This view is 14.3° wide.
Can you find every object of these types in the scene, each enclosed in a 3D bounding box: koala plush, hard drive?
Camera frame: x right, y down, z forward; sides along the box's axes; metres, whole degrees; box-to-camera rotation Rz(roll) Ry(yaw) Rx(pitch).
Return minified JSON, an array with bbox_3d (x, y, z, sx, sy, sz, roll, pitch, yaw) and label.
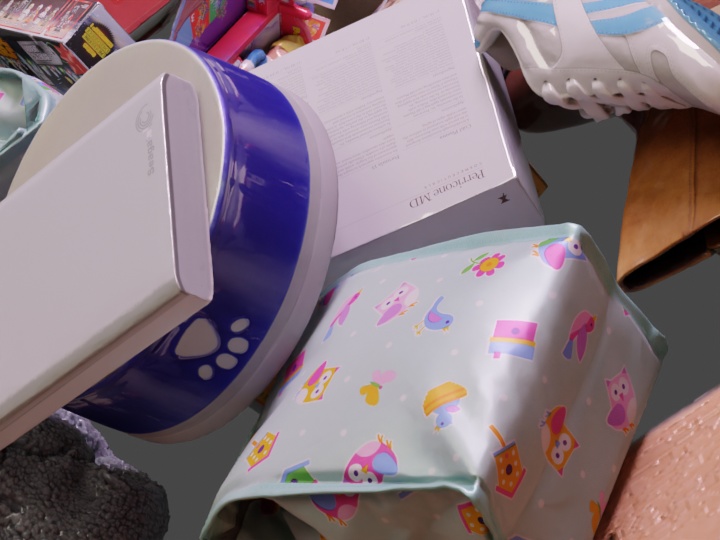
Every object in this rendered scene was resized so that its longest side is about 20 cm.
[{"bbox_3d":[-0.221,0.115,1.578,0.178,0.200,0.183,-52,31,-16],"label":"koala plush"},{"bbox_3d":[-0.151,0.004,1.452,0.200,0.026,0.132,-35,47,35],"label":"hard drive"}]

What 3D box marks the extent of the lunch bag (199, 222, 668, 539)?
[{"bbox_3d":[0.027,0.077,1.406,0.199,0.122,0.171,-6,47,39],"label":"lunch bag"}]

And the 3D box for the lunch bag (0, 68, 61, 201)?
[{"bbox_3d":[-0.198,-0.047,1.776,0.199,0.170,0.122,-1,59,48],"label":"lunch bag"}]

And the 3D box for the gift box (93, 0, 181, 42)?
[{"bbox_3d":[-0.167,-0.263,1.953,0.184,0.200,0.187,-35,1,-13],"label":"gift box"}]

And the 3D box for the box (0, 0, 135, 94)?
[{"bbox_3d":[-0.187,-0.129,1.913,0.040,0.137,0.200,-50,30,-14],"label":"box"}]

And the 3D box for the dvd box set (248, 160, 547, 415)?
[{"bbox_3d":[0.000,0.000,1.625,0.200,0.029,0.146,-48,29,-9],"label":"dvd box set"}]

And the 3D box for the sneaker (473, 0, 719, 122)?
[{"bbox_3d":[0.138,-0.111,1.471,0.200,0.076,0.081,35,100,47],"label":"sneaker"}]

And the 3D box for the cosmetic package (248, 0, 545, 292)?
[{"bbox_3d":[-0.011,-0.055,1.563,0.199,0.052,0.151,-23,49,13],"label":"cosmetic package"}]

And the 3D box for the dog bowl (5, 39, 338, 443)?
[{"bbox_3d":[-0.106,-0.016,1.492,0.200,0.079,0.201,-26,53,41],"label":"dog bowl"}]

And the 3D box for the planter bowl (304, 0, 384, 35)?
[{"bbox_3d":[0.013,-0.236,1.809,0.200,0.135,0.201,-31,33,22],"label":"planter bowl"}]

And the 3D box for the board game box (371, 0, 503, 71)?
[{"bbox_3d":[0.006,-0.083,1.661,0.200,0.035,0.135,-49,29,-11],"label":"board game box"}]

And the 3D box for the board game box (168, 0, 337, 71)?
[{"bbox_3d":[-0.063,-0.121,1.683,0.039,0.158,0.201,19,90,22],"label":"board game box"}]

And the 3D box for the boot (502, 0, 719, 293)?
[{"bbox_3d":[0.151,-0.063,1.517,0.187,0.069,0.201,-18,45,25],"label":"boot"}]
